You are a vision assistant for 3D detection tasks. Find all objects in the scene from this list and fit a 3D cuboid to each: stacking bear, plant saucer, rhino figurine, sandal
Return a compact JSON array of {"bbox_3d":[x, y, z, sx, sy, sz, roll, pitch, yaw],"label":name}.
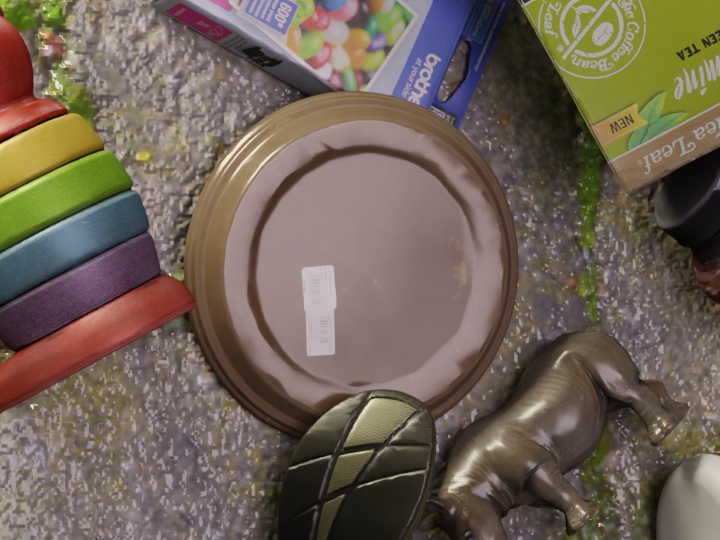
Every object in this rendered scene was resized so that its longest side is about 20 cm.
[{"bbox_3d":[-0.179,-0.044,1.478,0.121,0.114,0.200,-29,91,-25],"label":"stacking bear"},{"bbox_3d":[0.000,0.000,1.575,0.200,0.029,0.201,-2,95,-19],"label":"plant saucer"},{"bbox_3d":[0.098,0.113,1.607,0.087,0.060,0.200,43,67,7],"label":"rhino figurine"},{"bbox_3d":[-0.009,0.162,1.556,0.080,0.057,0.201,15,94,15],"label":"sandal"}]

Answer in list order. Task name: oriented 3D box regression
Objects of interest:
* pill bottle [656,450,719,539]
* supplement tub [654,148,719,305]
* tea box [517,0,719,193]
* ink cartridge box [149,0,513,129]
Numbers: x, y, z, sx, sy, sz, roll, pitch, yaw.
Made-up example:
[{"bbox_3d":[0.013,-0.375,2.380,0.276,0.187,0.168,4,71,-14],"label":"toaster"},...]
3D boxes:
[{"bbox_3d":[0.283,0.149,1.663,0.200,0.109,0.110,-7,86,-25],"label":"pill bottle"},{"bbox_3d":[0.272,-0.002,1.680,0.200,0.107,0.107,33,71,-17],"label":"supplement tub"},{"bbox_3d":[0.196,-0.182,1.604,0.200,0.134,0.197,-29,97,15],"label":"tea box"},{"bbox_3d":[-0.007,-0.156,1.608,0.200,0.042,0.120,30,72,-20],"label":"ink cartridge box"}]
